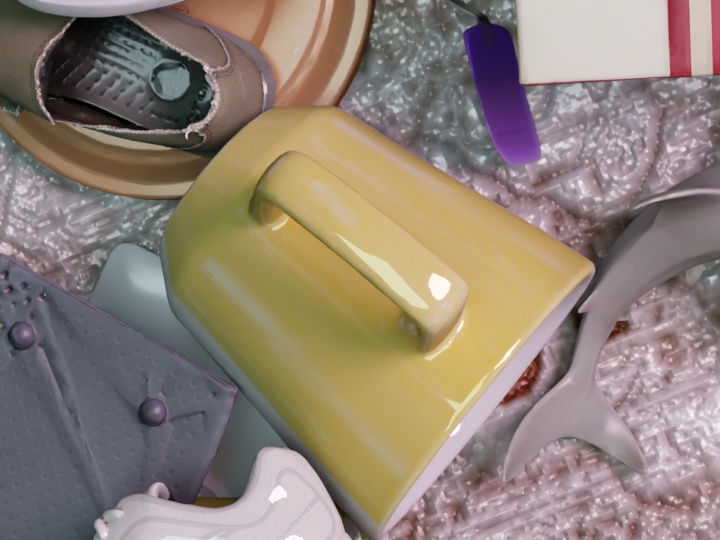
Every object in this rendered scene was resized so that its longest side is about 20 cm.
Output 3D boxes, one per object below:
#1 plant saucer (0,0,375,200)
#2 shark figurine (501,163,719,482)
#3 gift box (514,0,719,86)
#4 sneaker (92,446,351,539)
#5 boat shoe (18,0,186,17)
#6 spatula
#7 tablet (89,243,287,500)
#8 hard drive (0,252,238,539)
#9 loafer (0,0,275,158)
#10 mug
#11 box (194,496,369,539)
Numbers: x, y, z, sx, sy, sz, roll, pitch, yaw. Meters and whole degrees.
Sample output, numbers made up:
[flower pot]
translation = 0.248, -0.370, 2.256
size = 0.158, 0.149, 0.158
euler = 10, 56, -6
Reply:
[plant saucer]
translation = -0.092, -0.132, 0.944
size = 0.198, 0.032, 0.202
euler = 0, 95, 6
[shark figurine]
translation = 0.132, -0.005, 0.891
size = 0.214, 0.089, 0.129
euler = -36, 65, 32
[gift box]
translation = 0.151, -0.183, 0.847
size = 0.198, 0.185, 0.189
euler = -5, 102, 2
[sneaker]
translation = -0.096, 0.135, 0.833
size = 0.199, 0.075, 0.082
euler = -23, 88, -7
[boat shoe]
translation = -0.055, -0.146, 0.877
size = 0.198, 0.057, 0.069
euler = -17, 75, -6
[spatula]
translation = 0.029, -0.137, 0.927
size = 0.020, 0.056, 0.201
euler = -33, 84, 25
[tablet]
translation = -0.096, 0.103, 0.969
size = 0.129, 0.014, 0.201
euler = 25, 96, 3
[hard drive]
translation = -0.148, 0.107, 0.896
size = 0.134, 0.042, 0.201
euler = 29, 95, 3
[loafer]
translation = -0.134, -0.102, 0.899
size = 0.198, 0.070, 0.076
euler = 16, 95, 4
[mug]
translation = 0.003, -0.001, 0.879
size = 0.153, 0.149, 0.187
euler = 40, 139, 9
[box]
translation = -0.094, 0.139, 0.940
size = 0.198, 0.050, 0.076
euler = 0, 93, 6
